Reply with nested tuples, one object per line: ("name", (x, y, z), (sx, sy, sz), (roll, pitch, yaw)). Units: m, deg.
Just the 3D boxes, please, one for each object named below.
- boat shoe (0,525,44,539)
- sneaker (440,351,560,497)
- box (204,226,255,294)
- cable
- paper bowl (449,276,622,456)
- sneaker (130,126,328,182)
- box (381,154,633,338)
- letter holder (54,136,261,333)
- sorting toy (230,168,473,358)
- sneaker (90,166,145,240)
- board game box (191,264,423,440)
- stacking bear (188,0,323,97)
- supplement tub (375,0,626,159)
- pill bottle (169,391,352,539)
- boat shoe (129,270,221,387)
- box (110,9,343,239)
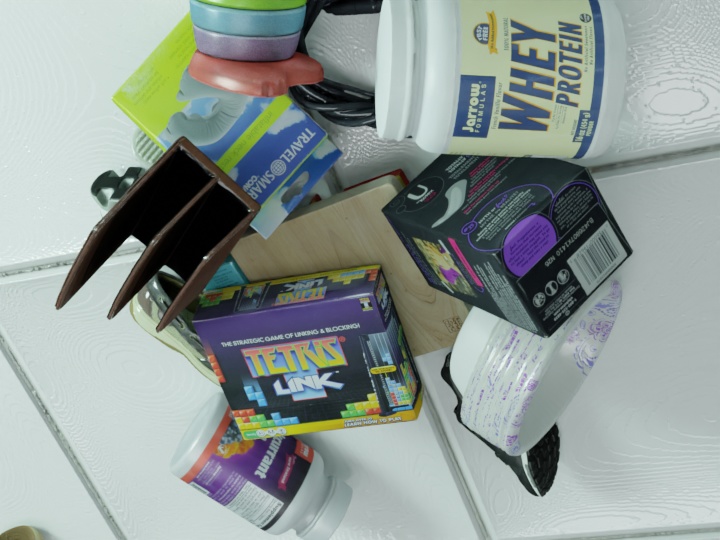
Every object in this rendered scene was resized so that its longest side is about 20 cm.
("boat shoe", (-0.481, 0.416, 1.979), (0.064, 0.072, 0.200), (14, 131, -42))
("sneaker", (0.153, 0.162, 1.588), (0.087, 0.076, 0.201), (-3, 124, 37))
("box", (-0.096, 0.049, 1.556), (0.049, 0.082, 0.201), (-17, 120, 27))
("cable", (0.014, -0.206, 1.344), (0.199, 0.051, 0.164), (19, 130, 3))
("paper bowl", (0.164, 0.074, 1.424), (0.104, 0.200, 0.201), (31, 133, 20))
("sneaker", (-0.129, -0.124, 1.454), (0.199, 0.082, 0.074), (6, 87, -5))
("box", (0.131, -0.037, 1.328), (0.106, 0.122, 0.200), (55, 165, -29))
("letter holder", (-0.200, -0.009, 1.373), (0.100, 0.142, 0.200), (42, 148, -1))
("sorting toy", (0.000, 0.000, 1.493), (0.198, 0.070, 0.200), (-19, 120, 26))
("sneaker", (-0.180, -0.058, 1.510), (0.199, 0.074, 0.089), (5, 131, 24))
("board game box", (-0.052, 0.088, 1.488), (0.199, 0.057, 0.166), (-9, 124, 18))
("stacking bear", (-0.094, -0.268, 1.277), (0.113, 0.121, 0.201), (13, 111, 21))
("supplement tub", (0.117, -0.172, 1.250), (0.199, 0.145, 0.146), (2, 129, -5))
("pill bottle", (-0.113, 0.239, 1.690), (0.199, 0.112, 0.111), (33, 129, -10))
("boat shoe", (-0.161, 0.071, 1.600), (0.200, 0.072, 0.066), (33, 134, -3))
("box", (-0.126, -0.139, 1.386), (0.200, 0.048, 0.122), (43, 91, -5))
